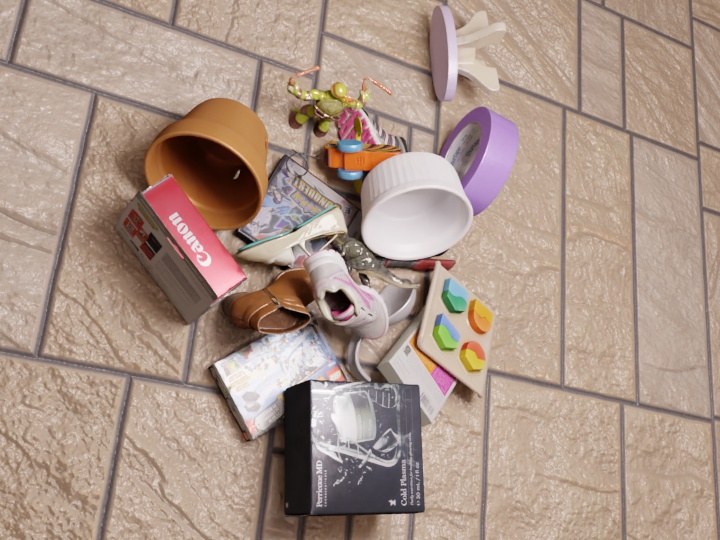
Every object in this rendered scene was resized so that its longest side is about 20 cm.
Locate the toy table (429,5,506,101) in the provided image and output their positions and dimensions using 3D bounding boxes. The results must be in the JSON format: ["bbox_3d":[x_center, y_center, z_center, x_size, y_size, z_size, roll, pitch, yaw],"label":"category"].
[{"bbox_3d":[0.212,-0.438,1.680,0.116,0.184,0.203,-2,84,-11],"label":"toy table"}]

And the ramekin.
[{"bbox_3d":[0.093,-0.117,1.472,0.198,0.201,0.099,9,51,-25],"label":"ramekin"}]

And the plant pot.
[{"bbox_3d":[-0.235,-0.185,1.356,0.199,0.200,0.141,31,46,-16],"label":"plant pot"}]

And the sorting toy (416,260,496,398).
[{"bbox_3d":[0.185,0.106,1.514,0.200,0.036,0.186,42,47,-30],"label":"sorting toy"}]

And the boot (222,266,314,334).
[{"bbox_3d":[-0.114,0.056,1.349,0.198,0.154,0.075,-21,108,-26],"label":"boot"}]

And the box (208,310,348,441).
[{"bbox_3d":[-0.133,0.172,1.375,0.199,0.040,0.138,-27,87,-31],"label":"box"}]

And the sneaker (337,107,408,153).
[{"bbox_3d":[0.035,-0.238,1.574,0.200,0.074,0.087,51,36,10],"label":"sneaker"}]

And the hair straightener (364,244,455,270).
[{"bbox_3d":[0.082,-0.036,1.562,0.198,0.041,0.078,-3,62,-23],"label":"hair straightener"}]

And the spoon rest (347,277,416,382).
[{"bbox_3d":[0.034,0.094,1.462,0.061,0.099,0.201,40,68,-29],"label":"spoon rest"}]

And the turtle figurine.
[{"bbox_3d":[-0.052,-0.294,1.489,0.198,0.161,0.065,-1,74,-27],"label":"turtle figurine"}]

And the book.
[{"bbox_3d":[0.122,0.161,1.477,0.134,0.048,0.200,54,41,-9],"label":"book"}]

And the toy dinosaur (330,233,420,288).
[{"bbox_3d":[0.000,0.000,1.450,0.199,0.047,0.089,37,92,4],"label":"toy dinosaur"}]

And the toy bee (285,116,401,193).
[{"bbox_3d":[-0.025,-0.217,1.504,0.198,0.132,0.109,19,22,-10],"label":"toy bee"}]

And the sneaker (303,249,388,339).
[{"bbox_3d":[-0.022,0.060,1.349,0.200,0.081,0.089,44,26,-34],"label":"sneaker"}]

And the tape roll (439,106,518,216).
[{"bbox_3d":[0.216,-0.206,1.581,0.065,0.200,0.202,22,66,-20],"label":"tape roll"}]

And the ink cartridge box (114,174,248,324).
[{"bbox_3d":[-0.274,-0.035,1.285,0.084,0.175,0.201,-39,95,-31],"label":"ink cartridge box"}]

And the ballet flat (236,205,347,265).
[{"bbox_3d":[-0.110,-0.045,1.402,0.198,0.069,0.070,-26,87,-18],"label":"ballet flat"}]

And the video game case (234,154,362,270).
[{"bbox_3d":[-0.098,-0.080,1.479,0.199,0.025,0.182,36,62,-14],"label":"video game case"}]

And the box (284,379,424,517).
[{"bbox_3d":[-0.012,0.283,1.313,0.194,0.124,0.203,5,72,-24],"label":"box"}]
